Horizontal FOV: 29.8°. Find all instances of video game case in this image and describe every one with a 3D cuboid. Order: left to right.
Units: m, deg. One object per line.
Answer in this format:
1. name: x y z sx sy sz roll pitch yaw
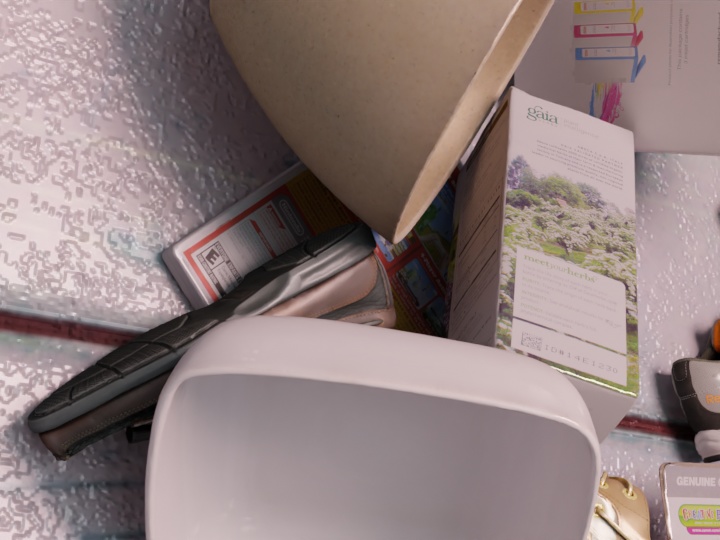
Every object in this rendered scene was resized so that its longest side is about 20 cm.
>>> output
1. video game case: 0.000 0.000 0.774 0.200 0.017 0.143 -37 99 -33

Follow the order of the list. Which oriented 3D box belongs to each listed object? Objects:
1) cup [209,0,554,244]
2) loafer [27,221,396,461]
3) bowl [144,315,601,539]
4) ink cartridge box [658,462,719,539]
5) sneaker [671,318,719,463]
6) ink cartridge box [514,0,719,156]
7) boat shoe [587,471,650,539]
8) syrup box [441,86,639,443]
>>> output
1. cup: 0.009 -0.135 0.688 0.143 0.200 0.200 31 61 4
2. loafer: -0.065 0.046 0.677 0.200 0.072 0.063 -31 103 -21
3. bowl: 0.002 0.101 0.641 0.199 0.200 0.075 7 39 -1
4. ink cartridge box: 0.236 0.212 0.837 0.200 0.084 0.176 8 73 -32
5. sneaker: 0.286 0.051 0.917 0.200 0.074 0.079 -30 91 -34
6. ink cartridge box: 0.189 -0.137 0.831 0.128 0.200 0.126 -7 100 -37
7. boat shoe: 0.129 0.145 0.731 0.066 0.074 0.200 -43 93 -13
8. syrup box: 0.096 0.001 0.731 0.079 0.082 0.200 19 45 -11
